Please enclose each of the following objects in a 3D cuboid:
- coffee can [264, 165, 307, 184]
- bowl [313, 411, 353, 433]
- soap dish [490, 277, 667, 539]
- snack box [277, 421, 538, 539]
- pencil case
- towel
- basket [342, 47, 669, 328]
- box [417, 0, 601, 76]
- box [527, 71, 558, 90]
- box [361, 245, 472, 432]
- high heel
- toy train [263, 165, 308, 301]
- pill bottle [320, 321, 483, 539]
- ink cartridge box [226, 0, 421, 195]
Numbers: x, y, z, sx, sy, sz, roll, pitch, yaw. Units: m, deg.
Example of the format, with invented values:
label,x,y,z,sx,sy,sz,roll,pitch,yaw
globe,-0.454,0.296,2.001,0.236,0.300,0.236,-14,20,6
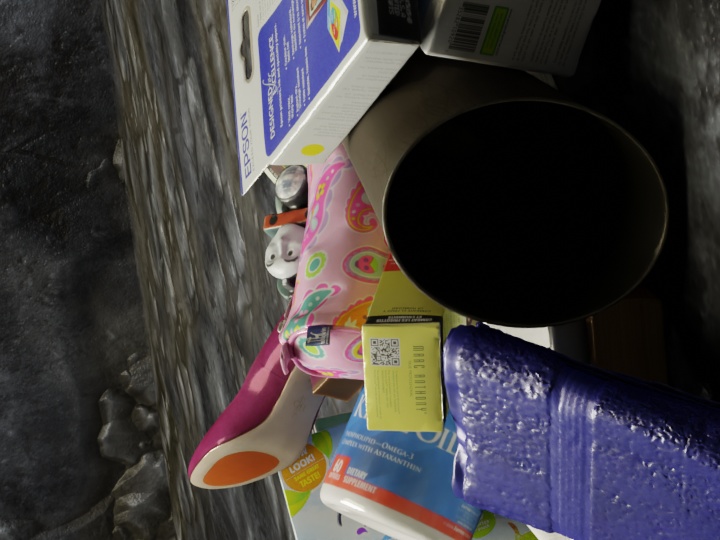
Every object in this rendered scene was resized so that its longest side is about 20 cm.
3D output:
label,x,y,z,sx,sy,sz,roll,pitch,yaw
coffee can,-0.004,-0.143,1.578,0.200,0.145,0.147,124,132,-72
bowl,0.054,0.184,1.648,0.202,0.105,0.201,61,180,0
soap dish,0.141,0.082,1.321,0.157,0.081,0.201,-134,34,-65
snack box,0.053,0.181,1.504,0.068,0.199,0.170,49,-156,-71
pencil case,-0.007,-0.022,1.399,0.088,0.087,0.201,104,174,-62
towel,0.144,0.108,1.188,0.199,0.050,0.148,20,141,24
basket,0.066,-0.068,1.247,0.200,0.179,0.137,-129,54,-61
box,0.067,-0.217,1.253,0.200,0.101,0.113,-121,43,-53
box,0.088,-0.169,1.403,0.039,0.041,0.201,103,151,-56
box,0.041,0.023,1.290,0.200,0.050,0.076,-68,-23,-63
high heel,-0.062,0.080,1.485,0.200,0.067,0.097,-38,47,33
toy train,0.000,0.000,1.543,0.200,0.085,0.115,38,-129,-46
pill bottle,0.057,0.089,1.433,0.112,0.112,0.201,155,138,-76
ink cartridge box,-0.027,-0.175,1.274,0.200,0.047,0.199,132,138,-56
